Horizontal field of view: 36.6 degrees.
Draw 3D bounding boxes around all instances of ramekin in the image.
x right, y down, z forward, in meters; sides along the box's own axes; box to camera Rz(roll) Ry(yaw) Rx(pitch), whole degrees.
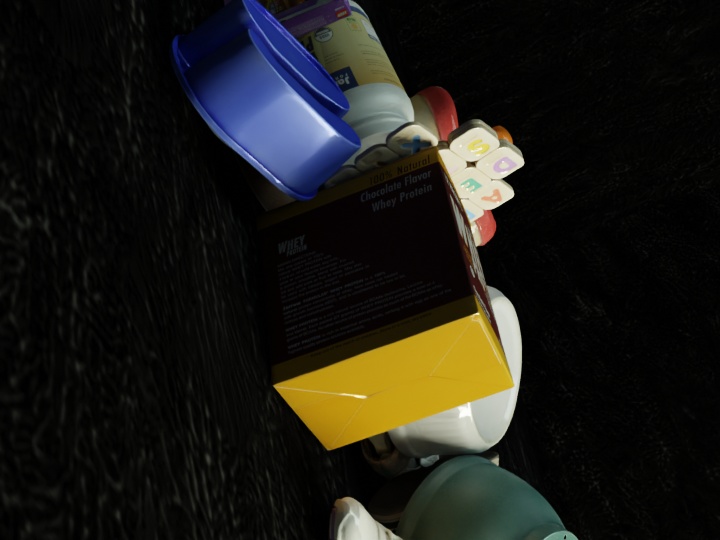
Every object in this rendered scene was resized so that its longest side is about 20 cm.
[{"bbox_3d":[0.105,0.103,1.174,0.202,0.093,0.206,-10,101,-61],"label":"ramekin"}]

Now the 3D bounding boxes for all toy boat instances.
[{"bbox_3d":[0.128,-0.137,1.345,0.202,0.130,0.131,62,-7,-21],"label":"toy boat"}]

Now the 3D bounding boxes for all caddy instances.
[{"bbox_3d":[-0.091,-0.152,1.006,0.200,0.104,0.142,40,23,-36],"label":"caddy"}]

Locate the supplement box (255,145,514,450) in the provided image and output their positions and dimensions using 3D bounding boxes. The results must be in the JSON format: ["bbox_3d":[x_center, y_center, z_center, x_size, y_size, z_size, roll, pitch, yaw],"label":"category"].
[{"bbox_3d":[0.020,0.027,1.039,0.133,0.195,0.202,57,17,-49],"label":"supplement box"}]

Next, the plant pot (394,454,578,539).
[{"bbox_3d":[0.142,0.303,1.105,0.198,0.133,0.204,-9,103,-43],"label":"plant pot"}]

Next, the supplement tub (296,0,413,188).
[{"bbox_3d":[-0.023,-0.200,1.274,0.202,0.143,0.144,65,7,26],"label":"supplement tub"}]

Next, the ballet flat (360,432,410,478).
[{"bbox_3d":[0.013,0.126,1.201,0.067,0.067,0.203,29,42,-65],"label":"ballet flat"}]

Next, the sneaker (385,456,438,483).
[{"bbox_3d":[0.060,0.219,1.249,0.082,0.074,0.203,-65,137,-77],"label":"sneaker"}]

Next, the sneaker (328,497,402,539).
[{"bbox_3d":[0.034,0.264,0.983,0.075,0.098,0.201,-93,160,-49],"label":"sneaker"}]

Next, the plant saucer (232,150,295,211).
[{"bbox_3d":[-0.103,-0.155,1.157,0.200,0.034,0.203,-18,91,-80],"label":"plant saucer"}]

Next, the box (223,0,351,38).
[{"bbox_3d":[-0.096,-0.355,1.247,0.039,0.135,0.203,48,26,-62],"label":"box"}]

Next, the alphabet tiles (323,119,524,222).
[{"bbox_3d":[0.063,-0.081,1.105,0.195,0.199,0.015,26,41,-49],"label":"alphabet tiles"}]

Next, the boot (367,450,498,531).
[{"bbox_3d":[0.089,0.292,1.194,0.199,0.072,0.153,-16,103,-50],"label":"boot"}]
